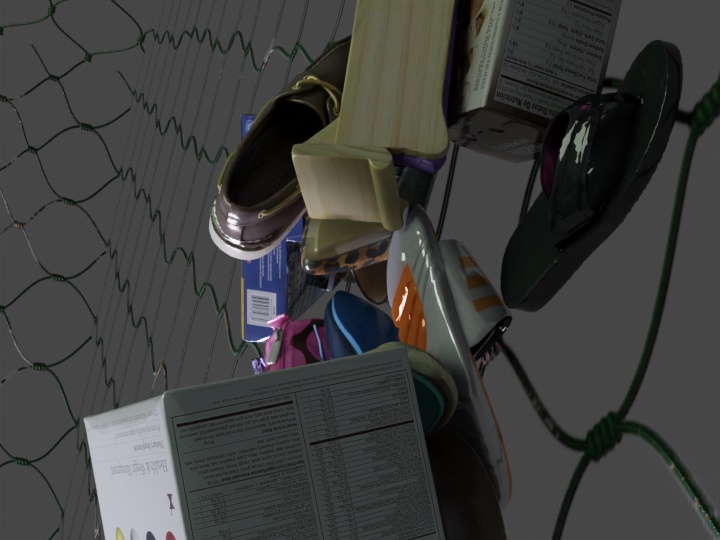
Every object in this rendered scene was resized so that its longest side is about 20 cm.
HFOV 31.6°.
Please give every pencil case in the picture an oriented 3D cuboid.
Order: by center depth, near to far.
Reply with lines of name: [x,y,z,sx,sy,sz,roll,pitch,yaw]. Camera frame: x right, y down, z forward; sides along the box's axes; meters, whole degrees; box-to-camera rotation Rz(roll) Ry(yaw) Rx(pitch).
pencil case: [-0.042,0.123,1.015,0.090,0.094,0.201,-24,32,9]

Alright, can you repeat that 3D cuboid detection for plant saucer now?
plant saucer: [0.036,0.199,0.784,0.200,0.032,0.203,-175,90,-69]

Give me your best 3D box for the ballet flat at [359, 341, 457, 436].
ballet flat: [0.012,0.079,0.807,0.063,0.067,0.200,-51,5,-33]

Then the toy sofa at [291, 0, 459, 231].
toy sofa: [0.020,-0.133,0.834,0.083,0.096,0.202,79,-163,-64]

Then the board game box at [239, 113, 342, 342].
board game box: [-0.045,-0.059,1.161,0.200,0.061,0.203,-42,-44,-64]

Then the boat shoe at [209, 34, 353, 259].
boat shoe: [-0.038,-0.098,0.896,0.201,0.071,0.060,-54,-8,-25]

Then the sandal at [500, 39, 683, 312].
sandal: [0.122,-0.049,0.738,0.076,0.047,0.201,-93,23,-44]

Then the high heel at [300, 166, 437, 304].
high heel: [0.000,0.000,0.937,0.200,0.071,0.144,-41,-26,-53]

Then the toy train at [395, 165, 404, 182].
toy train: [0.041,-0.121,0.985,0.201,0.045,0.034,96,158,-49]

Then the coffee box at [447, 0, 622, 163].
coffee box: [0.112,-0.181,0.820,0.113,0.079,0.203,179,105,-72]

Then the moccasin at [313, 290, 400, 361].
moccasin: [-0.001,0.084,0.960,0.069,0.080,0.201,-62,20,20]

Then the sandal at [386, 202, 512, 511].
sandal: [0.070,0.054,0.818,0.079,0.058,0.209,121,136,-58]

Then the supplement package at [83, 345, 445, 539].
supplement package: [-0.055,0.163,0.726,0.191,0.145,0.203,-23,77,64]

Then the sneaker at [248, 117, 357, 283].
sneaker: [-0.037,-0.062,1.020,0.202,0.105,0.075,91,155,-43]
